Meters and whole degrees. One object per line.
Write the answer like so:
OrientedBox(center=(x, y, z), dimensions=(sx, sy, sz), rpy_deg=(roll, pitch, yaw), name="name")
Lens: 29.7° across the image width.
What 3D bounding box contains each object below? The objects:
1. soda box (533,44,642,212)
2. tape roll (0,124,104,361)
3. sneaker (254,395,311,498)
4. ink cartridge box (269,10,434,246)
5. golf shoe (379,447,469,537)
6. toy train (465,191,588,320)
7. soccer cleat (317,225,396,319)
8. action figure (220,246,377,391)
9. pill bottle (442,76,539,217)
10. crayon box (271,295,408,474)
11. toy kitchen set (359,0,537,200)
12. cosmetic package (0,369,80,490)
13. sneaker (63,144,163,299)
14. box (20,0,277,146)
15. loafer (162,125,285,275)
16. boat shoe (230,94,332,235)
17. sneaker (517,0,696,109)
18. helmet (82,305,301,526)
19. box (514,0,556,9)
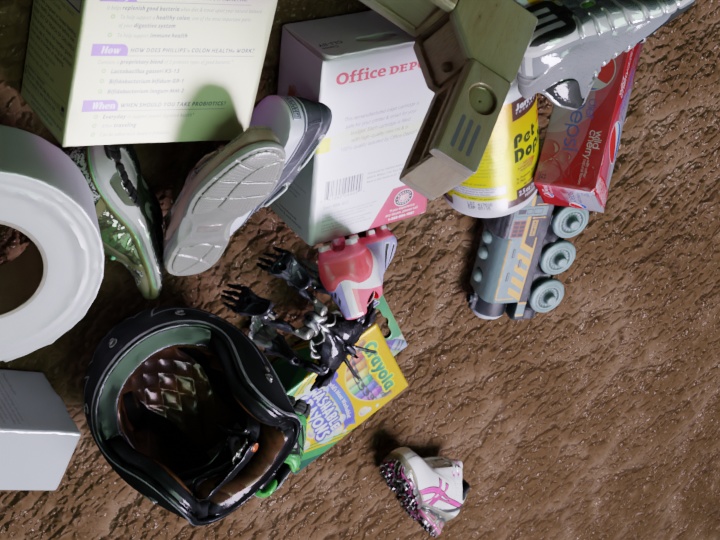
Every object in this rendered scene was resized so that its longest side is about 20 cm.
OrientedBox(center=(0.241, -0.168, 1.428), dimensions=(0.063, 0.070, 0.201), rpy_deg=(47, 56, -65), name="soda box")
OrientedBox(center=(-0.315, -0.019, 1.125), dimensions=(0.201, 0.071, 0.203), rpy_deg=(-11, 131, -12), name="tape roll")
OrientedBox(center=(-0.126, 0.207, 1.444), dimensions=(0.078, 0.086, 0.200), rpy_deg=(23, 138, -22), name="sneaker")
OrientedBox(center=(-0.004, -0.143, 1.311), dimensions=(0.144, 0.083, 0.201), rpy_deg=(-16, 130, -30), name="ink cartridge box")
OrientedBox(center=(0.083, 0.260, 1.709), dimensions=(0.092, 0.073, 0.200), rpy_deg=(-45, 149, -10), name="golf shoe")
OrientedBox(center=(0.186, -0.029, 1.562), dimensions=(0.113, 0.085, 0.201), rpy_deg=(-3, 126, -23), name="toy train")
OrientedBox(center=(0.000, 0.000, 1.375), dimensions=(0.066, 0.200, 0.077), rpy_deg=(-12, 93, 11), name="soccer cleat")
OrientedBox(center=(-0.057, 0.045, 1.404), dimensions=(0.119, 0.102, 0.200), rpy_deg=(-50, 143, -4), name="action figure")
OrientedBox(center=(0.127, -0.160, 1.384), dimensions=(0.109, 0.109, 0.201), rpy_deg=(-28, 136, -19), name="pill bottle")
OrientedBox(center=(-0.028, 0.123, 1.522), dimensions=(0.200, 0.052, 0.126), rpy_deg=(-38, 138, -10), name="crayon box")
OrientedBox(center=(0.050, -0.206, 1.145), dimensions=(0.199, 0.163, 0.181), rpy_deg=(31, 64, -15), name="toy kitchen set")
OrientedBox(center=(-0.367, 0.141, 1.224), dimensions=(0.199, 0.101, 0.072), rpy_deg=(9, 116, -42), name="cosmetic package")
OrientedBox(center=(-0.232, -0.048, 1.231), dimensions=(0.088, 0.077, 0.201), rpy_deg=(-9, 136, 6), name="sneaker")
OrientedBox(center=(-0.169, -0.214, 1.113), dimensions=(0.175, 0.097, 0.201), rpy_deg=(-7, 126, -36), name="box")
OrientedBox(center=(-0.131, -0.071, 1.196), dimensions=(0.071, 0.063, 0.200), rpy_deg=(-1, 148, -33), name="loafer")
OrientedBox(center=(-0.096, -0.090, 1.255), dimensions=(0.068, 0.072, 0.200), rpy_deg=(-5, 147, -44), name="boat shoe")
OrientedBox(center=(0.232, -0.219, 1.309), dimensions=(0.199, 0.075, 0.116), rpy_deg=(-19, 138, -12), name="sneaker")
OrientedBox(center=(-0.171, 0.130, 1.311), dimensions=(0.200, 0.191, 0.200), rpy_deg=(-41, 160, -19), name="helmet")
OrientedBox(center=(0.182, -0.303, 1.324), dimensions=(0.200, 0.101, 0.113), rpy_deg=(26, 103, -47), name="box")
